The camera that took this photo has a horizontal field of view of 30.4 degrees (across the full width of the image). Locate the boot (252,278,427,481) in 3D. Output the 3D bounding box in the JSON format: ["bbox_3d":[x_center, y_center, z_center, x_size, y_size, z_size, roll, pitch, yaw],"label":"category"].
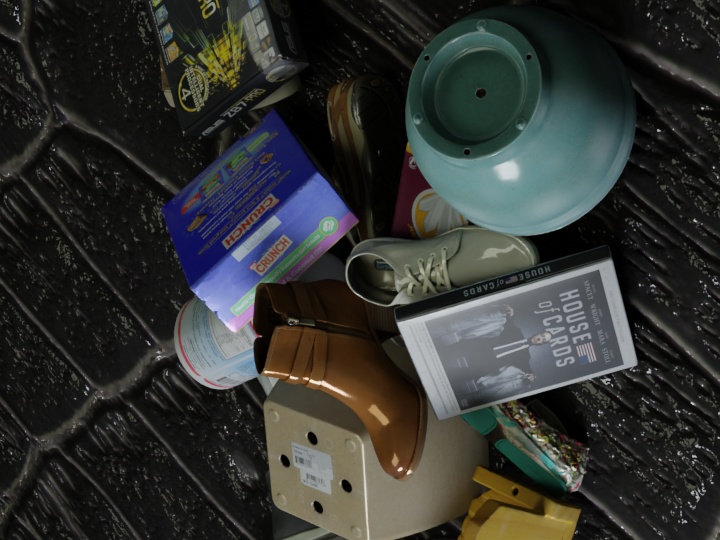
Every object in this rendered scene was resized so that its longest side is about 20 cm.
[{"bbox_3d":[-0.021,0.099,1.244,0.077,0.155,0.201,-31,59,49],"label":"boot"}]

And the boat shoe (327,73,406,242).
[{"bbox_3d":[0.010,-0.101,1.354,0.074,0.075,0.201,7,109,48],"label":"boat shoe"}]

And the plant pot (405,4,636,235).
[{"bbox_3d":[0.119,-0.139,1.124,0.199,0.134,0.201,-4,81,26],"label":"plant pot"}]

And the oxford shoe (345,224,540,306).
[{"bbox_3d":[0.070,0.000,1.226,0.199,0.058,0.076,-2,111,30],"label":"oxford shoe"}]

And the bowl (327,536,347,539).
[{"bbox_3d":[-0.038,0.431,1.663,0.200,0.075,0.200,-25,94,45],"label":"bowl"}]

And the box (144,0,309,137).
[{"bbox_3d":[-0.144,-0.261,1.362,0.161,0.049,0.201,-28,70,36],"label":"box"}]

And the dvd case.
[{"bbox_3d":[0.146,0.061,1.219,0.199,0.025,0.151,-16,133,8],"label":"dvd case"}]

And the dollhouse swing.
[{"bbox_3d":[0.098,0.297,1.312,0.181,0.175,0.201,18,87,53],"label":"dollhouse swing"}]

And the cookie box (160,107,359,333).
[{"bbox_3d":[-0.107,-0.056,1.346,0.075,0.171,0.200,46,-174,-29],"label":"cookie box"}]

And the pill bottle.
[{"bbox_3d":[-0.100,0.049,1.398,0.200,0.109,0.109,-25,93,41],"label":"pill bottle"}]

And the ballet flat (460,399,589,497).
[{"bbox_3d":[0.149,0.145,1.328,0.200,0.064,0.076,43,151,-6],"label":"ballet flat"}]

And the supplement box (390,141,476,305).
[{"bbox_3d":[0.096,-0.032,1.294,0.110,0.086,0.201,30,129,27],"label":"supplement box"}]

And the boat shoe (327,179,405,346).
[{"bbox_3d":[0.000,0.000,1.405,0.063,0.071,0.200,-40,78,35],"label":"boat shoe"}]

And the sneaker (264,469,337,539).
[{"bbox_3d":[-0.041,0.262,1.580,0.200,0.075,0.107,-27,70,33],"label":"sneaker"}]

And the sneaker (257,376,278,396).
[{"bbox_3d":[-0.112,0.072,1.548,0.079,0.074,0.201,-4,108,48],"label":"sneaker"}]

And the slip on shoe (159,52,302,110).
[{"bbox_3d":[-0.147,-0.213,1.434,0.200,0.076,0.061,11,125,47],"label":"slip on shoe"}]

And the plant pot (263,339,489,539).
[{"bbox_3d":[0.006,0.178,1.418,0.199,0.177,0.201,16,122,36],"label":"plant pot"}]

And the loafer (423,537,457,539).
[{"bbox_3d":[0.048,0.363,1.539,0.199,0.072,0.063,-20,109,28],"label":"loafer"}]
